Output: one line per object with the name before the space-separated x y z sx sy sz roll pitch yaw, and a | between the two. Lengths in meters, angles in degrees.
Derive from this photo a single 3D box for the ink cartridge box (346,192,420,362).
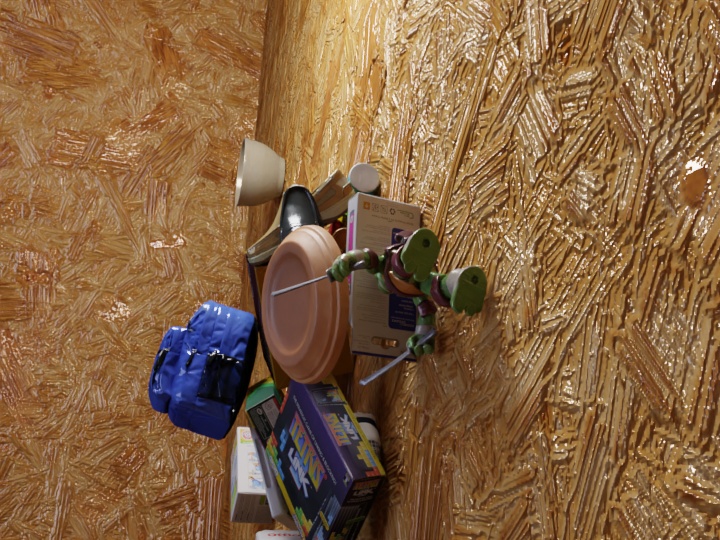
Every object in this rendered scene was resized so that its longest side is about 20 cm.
ink cartridge box | 0.028 0.010 0.944 0.037 0.093 0.205 -30 54 59

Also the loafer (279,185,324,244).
loafer | -0.082 -0.036 1.083 0.071 0.066 0.205 86 177 -67

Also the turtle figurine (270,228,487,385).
turtle figurine | 0.036 0.037 0.813 0.147 0.197 0.193 65 157 -1

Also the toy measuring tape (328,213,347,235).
toy measuring tape | -0.030 -0.043 1.242 0.200 0.072 0.076 140 135 -65

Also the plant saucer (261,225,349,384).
plant saucer | -0.080 0.043 0.973 0.198 0.037 0.206 -7 81 57

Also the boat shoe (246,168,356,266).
boat shoe | -0.101 -0.087 1.170 0.077 0.198 0.072 57 176 -15

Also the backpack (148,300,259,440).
backpack | -0.259 0.154 1.272 0.163 0.165 0.204 135 154 -59

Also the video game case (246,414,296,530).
video game case | -0.138 0.362 1.322 0.201 0.023 0.185 68 -179 -59

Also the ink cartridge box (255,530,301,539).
ink cartridge box | -0.065 0.427 1.025 0.200 0.143 0.088 173 102 -75

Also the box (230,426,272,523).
box | -0.260 0.496 1.838 0.202 0.099 0.114 -103 25 -52

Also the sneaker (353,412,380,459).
sneaker | -0.019 0.296 1.061 0.081 0.074 0.204 -117 34 -49

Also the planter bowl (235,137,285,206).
planter bowl | -0.300 -0.287 2.279 0.200 0.131 0.206 -173 90 -76

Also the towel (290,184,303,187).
towel | -0.172 -0.115 1.901 0.132 0.034 0.206 -151 68 -74

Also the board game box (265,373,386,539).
board game box | -0.054 0.258 1.013 0.201 0.056 0.168 54 134 45

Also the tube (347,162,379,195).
tube | -0.013 -0.110 1.274 0.201 0.049 0.079 118 165 -65

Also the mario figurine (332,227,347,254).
mario figurine | 0.000 0.000 1.067 0.200 0.103 0.127 89 179 -74

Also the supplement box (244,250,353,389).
supplement box | -0.109 0.064 1.283 0.200 0.129 0.203 -149 49 -74

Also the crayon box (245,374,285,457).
crayon box | -0.117 0.284 1.232 0.203 0.057 0.173 63 176 -6
